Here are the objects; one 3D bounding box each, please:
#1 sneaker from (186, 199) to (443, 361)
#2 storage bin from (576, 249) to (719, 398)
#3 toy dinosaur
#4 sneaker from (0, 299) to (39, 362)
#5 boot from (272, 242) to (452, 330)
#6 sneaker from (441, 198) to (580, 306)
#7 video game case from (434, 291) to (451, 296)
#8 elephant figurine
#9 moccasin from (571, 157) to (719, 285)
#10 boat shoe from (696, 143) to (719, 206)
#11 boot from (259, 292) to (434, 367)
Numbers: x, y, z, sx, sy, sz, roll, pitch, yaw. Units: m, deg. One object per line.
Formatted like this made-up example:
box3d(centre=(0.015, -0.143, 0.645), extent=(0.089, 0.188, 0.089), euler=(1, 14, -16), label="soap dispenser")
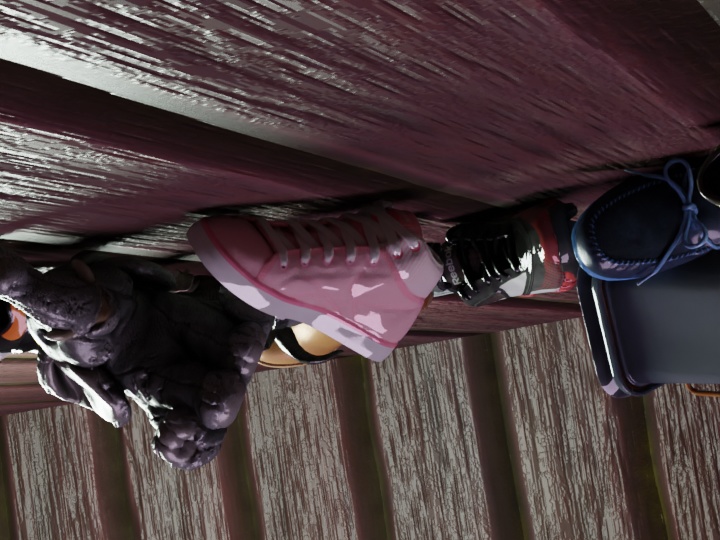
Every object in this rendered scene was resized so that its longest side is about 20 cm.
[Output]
box3d(centre=(-0.022, -0.016, 1.367), extent=(0.200, 0.075, 0.105), euler=(27, 110, -42), label="sneaker")
box3d(centre=(0.285, 0.025, 1.515), extent=(0.199, 0.147, 0.134), euler=(-24, -162, -34), label="storage bin")
box3d(centre=(-0.111, 0.030, 1.575), extent=(0.198, 0.078, 0.102), euler=(1, -171, -2), label="toy dinosaur")
box3d(centre=(-0.295, 0.037, 1.510), extent=(0.199, 0.070, 0.090), euler=(-13, 159, 36), label="sneaker")
box3d(centre=(0.000, 0.000, 1.512), extent=(0.131, 0.070, 0.200), euler=(-4, -173, 7), label="boot")
box3d(centre=(0.115, -0.011, 1.583), extent=(0.097, 0.071, 0.200), euler=(-10, 177, -13), label="sneaker")
box3d(centre=(-0.012, 0.027, 2.078), extent=(0.181, 0.024, 0.199), euler=(-13, 174, 34), label="video game case")
box3d(centre=(-0.168, 0.038, 1.376), extent=(0.199, 0.142, 0.156), euler=(23, 130, -3), label="elephant figurine")
box3d(centre=(0.240, -0.051, 1.428), extent=(0.199, 0.081, 0.068), euler=(-22, 178, -28), label="moccasin")
box3d(centre=(0.289, -0.070, 1.216), extent=(0.060, 0.072, 0.201), euler=(0, 168, -33), label="boat shoe")
box3d(centre=(-0.031, 0.042, 1.870), extent=(0.199, 0.077, 0.155), euler=(-13, 176, 12), label="boot")
